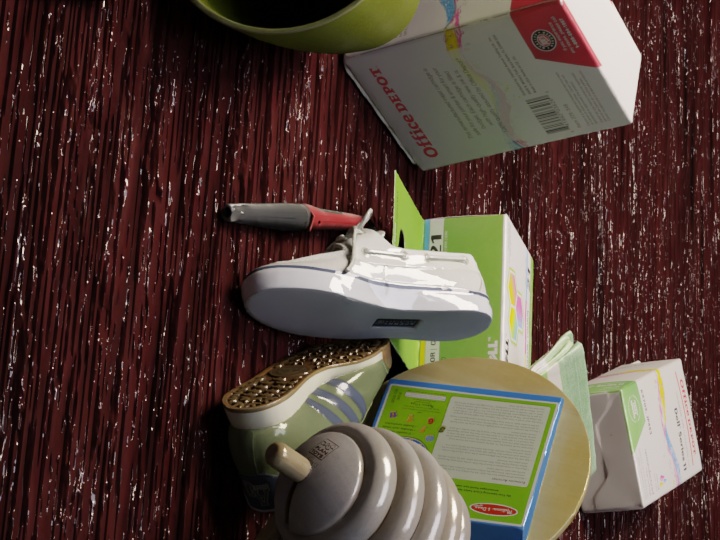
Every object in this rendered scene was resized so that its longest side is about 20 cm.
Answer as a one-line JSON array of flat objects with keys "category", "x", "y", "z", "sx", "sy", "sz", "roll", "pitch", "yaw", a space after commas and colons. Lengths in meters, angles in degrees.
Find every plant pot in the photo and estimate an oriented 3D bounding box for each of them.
[{"category": "plant pot", "x": -0.026, "y": -0.234, "z": 1.603, "sx": 0.200, "sy": 0.186, "sz": 0.188, "roll": 35, "pitch": 51, "yaw": -71}]

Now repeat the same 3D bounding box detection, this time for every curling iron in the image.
[{"category": "curling iron", "x": -0.040, "y": -0.030, "z": 1.643, "sx": 0.200, "sy": 0.025, "sz": 0.050, "roll": 17, "pitch": 66, "yaw": -58}]

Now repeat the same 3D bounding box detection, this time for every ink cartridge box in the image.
[{"category": "ink cartridge box", "x": 0.269, "y": 0.153, "z": 2.097, "sx": 0.200, "sy": 0.067, "sz": 0.118, "roll": -18, "pitch": 97, "yaw": -60}, {"category": "ink cartridge box", "x": 0.082, "y": 0.023, "z": 1.748, "sx": 0.200, "sy": 0.075, "sz": 0.149, "roll": 55, "pitch": 35, "yaw": -63}, {"category": "ink cartridge box", "x": 0.108, "y": -0.174, "z": 1.770, "sx": 0.148, "sy": 0.199, "sz": 0.086, "roll": 53, "pitch": 39, "yaw": -40}]

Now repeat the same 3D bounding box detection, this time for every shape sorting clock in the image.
[{"category": "shape sorting clock", "x": 0.071, "y": 0.147, "z": 1.612, "sx": 0.039, "sy": 0.199, "sz": 0.201, "roll": 77, "pitch": 24, "yaw": -44}]

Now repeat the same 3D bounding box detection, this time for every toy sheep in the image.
[{"category": "toy sheep", "x": 0.001, "y": 0.170, "z": 1.475, "sx": 0.200, "sy": 0.137, "sz": 0.138, "roll": 40, "pitch": 49, "yaw": -44}]

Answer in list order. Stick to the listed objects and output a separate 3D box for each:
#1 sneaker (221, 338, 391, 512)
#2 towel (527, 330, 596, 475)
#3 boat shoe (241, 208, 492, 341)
[{"category": "sneaker", "x": -0.036, "y": 0.113, "z": 1.580, "sx": 0.200, "sy": 0.067, "sz": 0.090, "roll": -26, "pitch": 112, "yaw": -60}, {"category": "towel", "x": 0.108, "y": 0.155, "z": 1.732, "sx": 0.200, "sy": 0.023, "sz": 0.153, "roll": -34, "pitch": 132, "yaw": -28}, {"category": "boat shoe", "x": 0.003, "y": -0.002, "z": 1.614, "sx": 0.201, "sy": 0.075, "sz": 0.086, "roll": 4, "pitch": 60, "yaw": -24}]
